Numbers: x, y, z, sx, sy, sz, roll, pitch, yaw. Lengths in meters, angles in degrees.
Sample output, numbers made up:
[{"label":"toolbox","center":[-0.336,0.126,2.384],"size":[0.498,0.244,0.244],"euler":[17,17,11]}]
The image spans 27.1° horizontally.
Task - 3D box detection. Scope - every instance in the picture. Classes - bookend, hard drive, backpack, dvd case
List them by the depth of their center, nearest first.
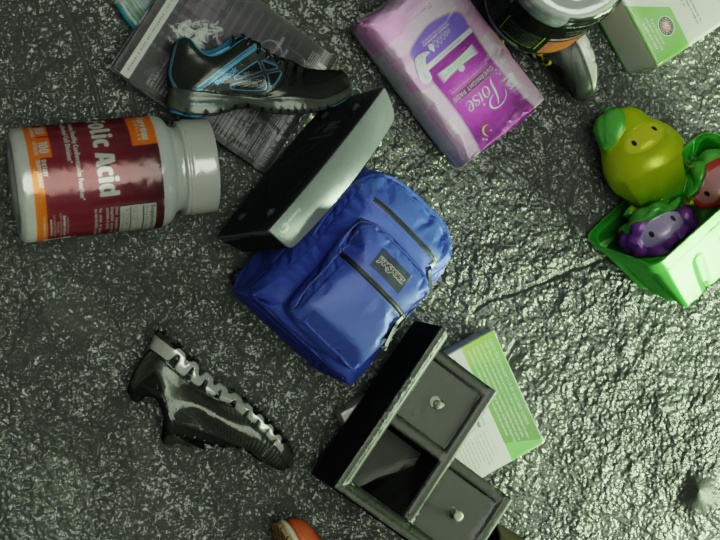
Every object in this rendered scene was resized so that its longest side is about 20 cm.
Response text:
[{"label":"hard drive","center":[-0.052,-0.099,1.529],"size":[0.042,0.135,0.200],"euler":[46,67,-21]},{"label":"backpack","center":[0.000,0.000,1.543],"size":[0.163,0.168,0.200],"euler":[45,77,-25]},{"label":"dvd case","center":[-0.140,-0.216,1.556],"size":[0.200,0.016,0.149],"euler":[34,84,-24]},{"label":"bookend","center":[0.089,0.194,1.576],"size":[0.200,0.092,0.199],"euler":[38,81,-15]}]

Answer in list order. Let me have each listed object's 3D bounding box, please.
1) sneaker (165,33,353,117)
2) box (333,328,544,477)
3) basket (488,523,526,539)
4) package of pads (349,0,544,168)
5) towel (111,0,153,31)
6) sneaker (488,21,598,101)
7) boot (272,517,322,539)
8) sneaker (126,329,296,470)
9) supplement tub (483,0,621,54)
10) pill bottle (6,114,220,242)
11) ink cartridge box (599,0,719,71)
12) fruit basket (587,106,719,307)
[{"label":"sneaker","center":[-0.100,-0.201,1.526],"size":[0.199,0.073,0.082],"euler":[-4,100,-23]},{"label":"box","center":[0.088,0.172,1.642],"size":[0.199,0.036,0.145],"euler":[-27,99,-13]},{"label":"basket","center":[0.193,0.387,1.631],"size":[0.199,0.136,0.181],"euler":[23,80,-19]},{"label":"package of pads","center":[0.092,-0.222,1.610],"size":[0.120,0.076,0.200],"euler":[-40,102,-9]},{"label":"towel","center":[-0.211,-0.337,1.544],"size":[0.146,0.022,0.200],"euler":[-38,101,-13]},{"label":"sneaker","center":[0.186,-0.266,1.646],"size":[0.084,0.074,0.201],"euler":[-33,91,-7]},{"label":"boot","center":[-0.013,0.323,1.600],"size":[0.107,0.075,0.200],"euler":[-40,110,-15]},{"label":"sneaker","center":[-0.161,0.156,1.553],"size":[0.200,0.066,0.091],"euler":[41,83,-10]},{"label":"supplement tub","center":[0.193,-0.289,1.509],"size":[0.122,0.200,0.123],"euler":[0,87,-7]},{"label":"pill bottle","center":[-0.246,-0.095,1.491],"size":[0.199,0.114,0.115],"euler":[-8,94,-16]},{"label":"ink cartridge box","center":[0.359,-0.338,1.682],"size":[0.199,0.084,0.146],"euler":[-33,101,-13]},{"label":"fruit basket","center":[0.346,-0.094,1.663],"size":[0.214,0.155,0.217],"euler":[-9,109,-26]}]
